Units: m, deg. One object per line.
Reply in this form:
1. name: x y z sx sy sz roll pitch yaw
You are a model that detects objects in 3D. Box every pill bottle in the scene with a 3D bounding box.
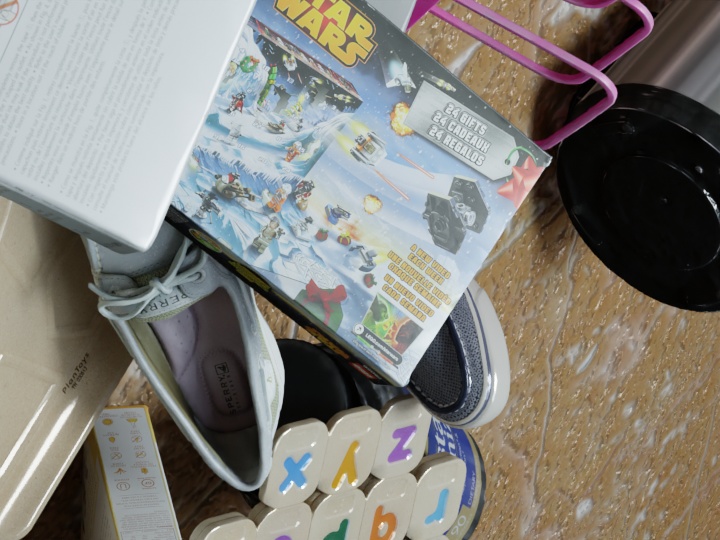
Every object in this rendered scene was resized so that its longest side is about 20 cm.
1. pill bottle: -0.009 0.107 1.701 0.112 0.112 0.200 -61 153 -5

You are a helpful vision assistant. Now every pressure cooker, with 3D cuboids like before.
1. pressure cooker: 0.241 -0.091 1.886 0.179 0.176 0.200 51 55 -11

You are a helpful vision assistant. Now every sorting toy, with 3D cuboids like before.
1. sorting toy: -0.172 0.015 1.422 0.186 0.036 0.200 -60 150 -17

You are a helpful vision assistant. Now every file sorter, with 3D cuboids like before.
1. file sorter: 0.098 -0.182 1.534 0.201 0.125 0.139 -67 -168 -19

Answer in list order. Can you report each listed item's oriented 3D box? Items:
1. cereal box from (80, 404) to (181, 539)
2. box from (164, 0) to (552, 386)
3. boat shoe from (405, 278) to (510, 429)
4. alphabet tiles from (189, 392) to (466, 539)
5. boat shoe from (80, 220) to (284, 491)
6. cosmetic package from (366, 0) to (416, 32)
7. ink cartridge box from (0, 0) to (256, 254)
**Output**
1. cereal box: -0.114 0.186 1.522 0.039 0.200 0.144 -3 125 -14
2. box: -0.023 -0.058 1.381 0.200 0.040 0.137 39 76 -18
3. boat shoe: 0.000 0.000 1.572 0.093 0.201 0.075 -8 153 -50
4. alphabet tiles: -0.022 0.161 1.613 0.199 0.015 0.197 -12 122 -43
5. boat shoe: -0.085 0.023 1.433 0.065 0.074 0.202 -98 172 -46
6. cosmetic package: -0.035 -0.131 1.444 0.090 0.106 0.201 -131 -123 -72
7. ink cartridge box: -0.134 -0.133 1.289 0.173 0.044 0.201 27 79 -21
